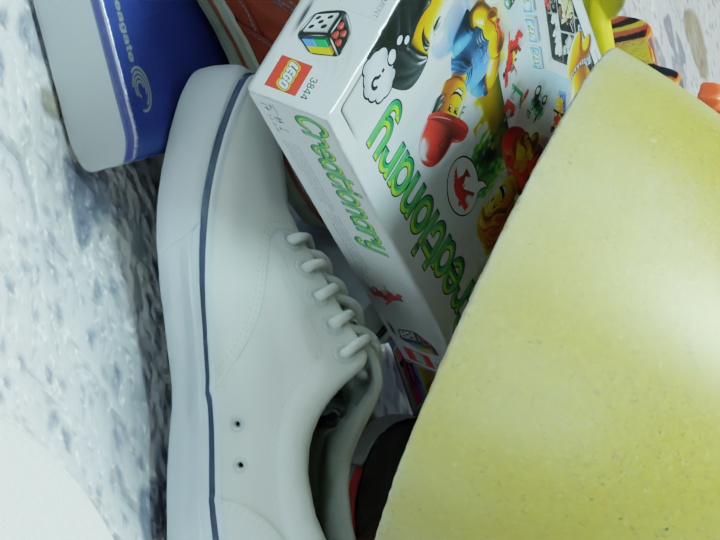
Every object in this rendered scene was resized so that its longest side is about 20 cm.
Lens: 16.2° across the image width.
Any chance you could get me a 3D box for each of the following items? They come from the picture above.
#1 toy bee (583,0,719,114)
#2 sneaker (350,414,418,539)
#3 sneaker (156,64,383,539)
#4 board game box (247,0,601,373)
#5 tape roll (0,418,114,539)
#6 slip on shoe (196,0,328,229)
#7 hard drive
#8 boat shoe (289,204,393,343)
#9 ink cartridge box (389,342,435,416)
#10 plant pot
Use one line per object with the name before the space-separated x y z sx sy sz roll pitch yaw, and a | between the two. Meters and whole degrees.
toy bee | 0.108 -0.059 1.070 0.200 0.109 0.131 -77 155 -45
sneaker | 0.036 0.142 0.987 0.077 0.082 0.200 54 29 -47
sneaker | -0.027 0.025 0.880 0.073 0.071 0.200 28 58 -71
board game box | 0.032 -0.058 0.879 0.126 0.035 0.200 -60 153 -16
tape roll | -0.106 0.137 0.672 0.203 0.037 0.203 -13 90 -70
slip on shoe | -0.026 -0.111 0.930 0.200 0.061 0.074 65 24 -17
hard drive | -0.070 -0.113 0.945 0.200 0.025 0.132 -25 102 -70
boat shoe | 0.000 0.000 1.008 0.200 0.072 0.068 -73 149 -59
ink cartridge box | 0.090 0.097 1.023 0.136 0.076 0.200 130 -59 -70
plant pot | 0.109 0.045 0.853 0.200 0.142 0.200 -63 171 -17
